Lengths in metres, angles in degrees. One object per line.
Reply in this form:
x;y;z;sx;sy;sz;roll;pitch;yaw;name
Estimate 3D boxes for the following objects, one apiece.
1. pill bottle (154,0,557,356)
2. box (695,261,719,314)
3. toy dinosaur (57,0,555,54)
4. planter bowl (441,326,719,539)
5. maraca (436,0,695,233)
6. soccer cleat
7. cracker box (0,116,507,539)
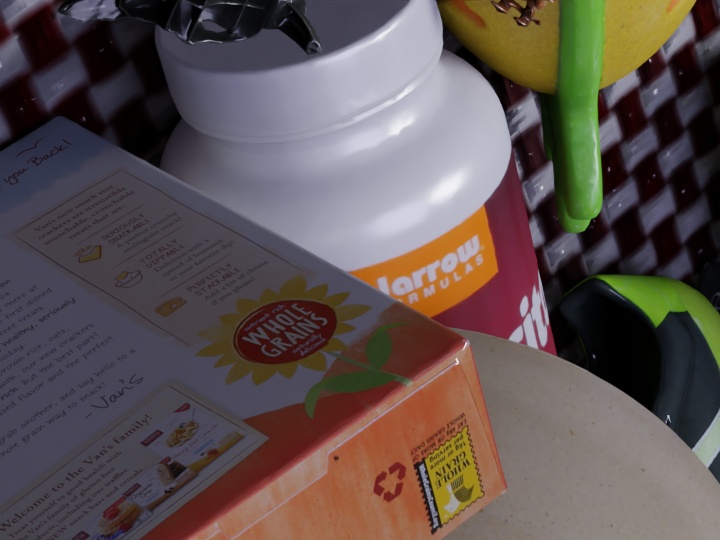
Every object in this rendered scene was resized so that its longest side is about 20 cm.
0.000;0.000;0.774;0.113;0.113;0.201;-33;127;-25;pill bottle
0.201;0.125;0.942;0.117;0.200;0.197;15;99;-43;box
-0.026;-0.134;0.667;0.199;0.136;0.102;14;122;-10;toy dinosaur
0.010;0.134;0.713;0.135;0.199;0.201;-66;149;-51;planter bowl
0.064;-0.109;0.777;0.106;0.137;0.201;-3;125;3;maraca
0.115;0.095;0.893;0.081;0.067;0.201;12;58;-42;soccer cleat
-0.076;0.038;0.666;0.134;0.200;0.058;-34;129;-24;cracker box
